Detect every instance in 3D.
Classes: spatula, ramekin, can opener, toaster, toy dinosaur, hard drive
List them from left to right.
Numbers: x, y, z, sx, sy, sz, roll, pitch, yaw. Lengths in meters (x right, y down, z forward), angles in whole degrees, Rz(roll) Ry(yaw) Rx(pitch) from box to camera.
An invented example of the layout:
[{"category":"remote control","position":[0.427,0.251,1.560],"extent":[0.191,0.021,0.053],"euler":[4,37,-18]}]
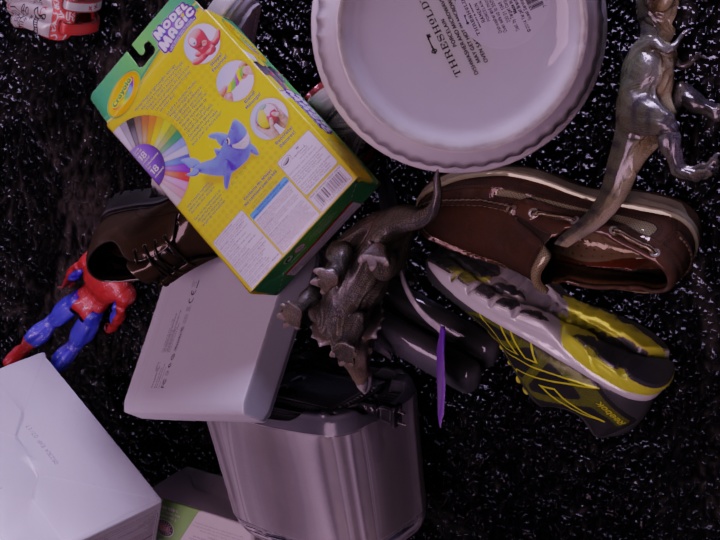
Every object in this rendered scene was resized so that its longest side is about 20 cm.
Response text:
[{"category":"hard drive","position":[-0.110,0.050,1.187],"extent":[0.200,0.027,0.132],"euler":[-7,62,57]},{"category":"toaster","position":[-0.026,0.142,1.199],"extent":[0.200,0.114,0.129],"euler":[7,115,41]},{"category":"toy dinosaur","position":[0.000,0.000,1.080],"extent":[0.077,0.102,0.200],"euler":[23,118,6]},{"category":"can opener","position":[0.012,0.036,1.196],"extent":[0.200,0.053,0.067],"euler":[29,152,18]},{"category":"spatula","position":[0.039,0.014,1.131],"extent":[0.021,0.057,0.200],"euler":[-14,68,-7]},{"category":"ramekin","position":[0.064,-0.159,1.008],"extent":[0.200,0.105,0.200],"euler":[0,98,3]},{"category":"toy dinosaur","position":[0.200,-0.099,1.014],"extent":[0.088,0.047,0.200],"euler":[17,88,21]}]

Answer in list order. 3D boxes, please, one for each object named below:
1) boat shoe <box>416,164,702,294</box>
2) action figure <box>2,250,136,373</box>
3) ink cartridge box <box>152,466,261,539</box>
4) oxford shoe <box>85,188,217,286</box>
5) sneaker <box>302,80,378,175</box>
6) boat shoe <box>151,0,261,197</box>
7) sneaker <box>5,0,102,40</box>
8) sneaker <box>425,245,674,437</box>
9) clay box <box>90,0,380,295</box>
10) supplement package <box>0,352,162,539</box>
[{"category":"boat shoe","position":[0.127,-0.023,1.064],"extent":[0.202,0.075,0.075],"euler":[5,132,23]},{"category":"action figure","position":[-0.237,0.033,1.329],"extent":[0.065,0.052,0.200],"euler":[48,130,2]},{"category":"ink cartridge box","position":[-0.122,0.282,1.337],"extent":[0.117,0.067,0.200],"euler":[13,112,28]},{"category":"oxford shoe","position":[-0.132,-0.022,1.181],"extent":[0.200,0.084,0.073],"euler":[-14,129,41]},{"category":"sneaker","position":[-0.008,-0.098,1.144],"extent":[0.082,0.078,0.200],"euler":[50,133,2]},{"category":"boat shoe","position":[-0.104,-0.126,1.188],"extent":[0.068,0.072,0.200],"euler":[28,117,9]},{"category":"sneaker","position":[-0.206,-0.240,1.210],"extent":[0.201,0.067,0.108],"euler":[-1,107,34]},{"category":"sneaker","position":[0.123,0.052,1.113],"extent":[0.200,0.074,0.085],"euler":[34,131,23]},{"category":"clay box","position":[-0.093,-0.093,1.101],"extent":[0.115,0.048,0.200],"euler":[-46,71,15]},{"category":"supplement package","position":[-0.288,0.220,1.313],"extent":[0.191,0.147,0.200],"euler":[45,139,30]}]
